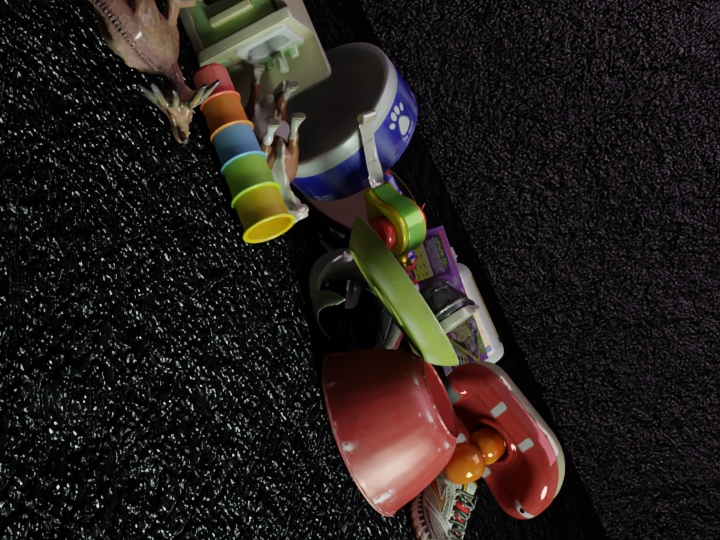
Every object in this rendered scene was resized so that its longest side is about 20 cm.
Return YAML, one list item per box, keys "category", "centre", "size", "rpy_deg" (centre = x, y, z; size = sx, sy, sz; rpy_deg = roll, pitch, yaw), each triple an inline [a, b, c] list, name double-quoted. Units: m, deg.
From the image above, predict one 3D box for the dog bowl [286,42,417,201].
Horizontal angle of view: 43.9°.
- category: "dog bowl"
  centre: [-0.028, -0.191, 1.149]
  size: [0.079, 0.199, 0.201]
  rpy_deg: [43, 25, -41]

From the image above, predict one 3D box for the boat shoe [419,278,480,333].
- category: "boat shoe"
  centre: [0.102, 0.041, 1.098]
  size: [0.063, 0.072, 0.200]
  rpy_deg: [56, 2, 6]

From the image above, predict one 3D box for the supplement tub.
- category: "supplement tub"
  centre: [0.138, 0.077, 1.492]
  size: [0.202, 0.144, 0.145]
  rpy_deg: [66, 13, 1]

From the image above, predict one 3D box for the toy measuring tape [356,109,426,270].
- category: "toy measuring tape"
  centre: [0.039, -0.088, 1.054]
  size: [0.074, 0.073, 0.202]
  rpy_deg: [-82, 164, -67]

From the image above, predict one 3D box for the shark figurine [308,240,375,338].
- category: "shark figurine"
  centre: [-0.016, -0.007, 1.120]
  size: [0.128, 0.090, 0.214]
  rpy_deg: [50, 26, 11]

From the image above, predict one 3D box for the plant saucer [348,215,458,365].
- category: "plant saucer"
  centre: [0.041, 0.030, 1.003]
  size: [0.201, 0.031, 0.200]
  rpy_deg: [56, -4, 6]

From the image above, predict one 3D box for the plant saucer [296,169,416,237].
- category: "plant saucer"
  centre: [-0.013, -0.105, 1.266]
  size: [0.199, 0.037, 0.201]
  rpy_deg: [19, 37, -15]

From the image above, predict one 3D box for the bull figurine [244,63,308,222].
- category: "bull figurine"
  centre: [-0.101, -0.146, 1.044]
  size: [0.201, 0.065, 0.122]
  rpy_deg: [-113, -148, -42]

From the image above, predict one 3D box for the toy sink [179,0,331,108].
- category: "toy sink"
  centre: [-0.140, -0.307, 1.085]
  size: [0.202, 0.129, 0.112]
  rpy_deg: [68, 13, 2]

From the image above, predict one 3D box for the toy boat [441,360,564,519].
- category: "toy boat"
  centre: [0.154, 0.221, 1.103]
  size: [0.130, 0.131, 0.200]
  rpy_deg: [-29, 75, -37]

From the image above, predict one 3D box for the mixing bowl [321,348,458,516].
- category: "mixing bowl"
  centre: [0.046, 0.169, 1.040]
  size: [0.201, 0.108, 0.201]
  rpy_deg: [60, 13, -24]

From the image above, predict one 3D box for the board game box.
- category: "board game box"
  centre: [0.108, 0.044, 1.232]
  size: [0.120, 0.032, 0.202]
  rpy_deg: [-17, 87, -48]

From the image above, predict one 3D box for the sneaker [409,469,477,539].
- category: "sneaker"
  centre: [0.107, 0.293, 1.121]
  size: [0.078, 0.082, 0.201]
  rpy_deg: [55, 18, -40]

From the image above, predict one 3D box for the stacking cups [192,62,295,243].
- category: "stacking cups"
  centre: [-0.136, -0.131, 0.965]
  size: [0.201, 0.060, 0.060]
  rpy_deg: [65, 12, 14]

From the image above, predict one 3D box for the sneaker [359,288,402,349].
- category: "sneaker"
  centre: [0.029, 0.042, 1.251]
  size: [0.081, 0.074, 0.202]
  rpy_deg: [111, -13, -61]

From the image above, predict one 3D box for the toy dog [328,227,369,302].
- category: "toy dog"
  centre: [0.030, -0.034, 1.356]
  size: [0.202, 0.096, 0.132]
  rpy_deg: [66, 12, -2]

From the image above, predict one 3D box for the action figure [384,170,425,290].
- category: "action figure"
  centre: [0.051, -0.061, 1.149]
  size: [0.065, 0.051, 0.202]
  rpy_deg: [138, -52, -71]

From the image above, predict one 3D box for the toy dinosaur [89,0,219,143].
- category: "toy dinosaur"
  centre: [-0.193, -0.205, 0.801]
  size: [0.200, 0.085, 0.137]
  rpy_deg: [27, 48, -62]
